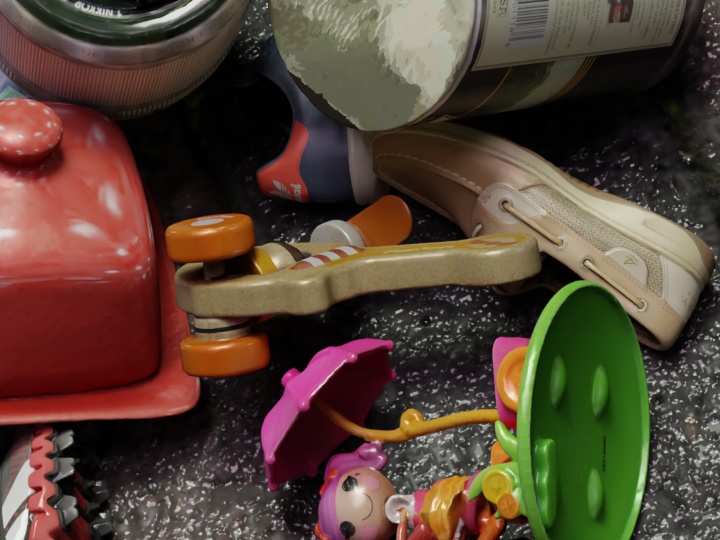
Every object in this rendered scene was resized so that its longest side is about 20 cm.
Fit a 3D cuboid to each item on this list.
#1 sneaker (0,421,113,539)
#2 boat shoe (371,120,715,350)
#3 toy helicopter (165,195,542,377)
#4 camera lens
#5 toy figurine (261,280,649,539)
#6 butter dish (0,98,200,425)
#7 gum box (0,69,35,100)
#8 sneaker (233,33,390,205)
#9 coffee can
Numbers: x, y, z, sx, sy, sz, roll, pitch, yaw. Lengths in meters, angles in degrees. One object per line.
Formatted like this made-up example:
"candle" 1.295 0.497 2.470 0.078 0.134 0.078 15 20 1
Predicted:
"sneaker" -0.183 0.157 1.500 0.098 0.071 0.201 -14 50 14
"boat shoe" 0.088 -0.021 1.539 0.199 0.071 0.065 24 73 15
"toy helicopter" 0.000 0.000 1.519 0.199 0.132 0.079 -4 100 16
"camera lens" -0.135 -0.173 1.564 0.159 0.200 0.161 1 81 -7
"toy figurine" 0.035 0.107 1.469 0.184 0.150 0.201 -1 83 29
"butter dish" -0.187 -0.027 1.532 0.199 0.148 0.200 -2 45 -17
"gum box" -0.281 -0.120 1.666 0.170 0.045 0.200 -31 86 -7
"sneaker" -0.032 -0.127 1.644 0.084 0.075 0.201 -6 57 5
"coffee can" 0.069 -0.156 1.538 0.200 0.147 0.146 -11 42 -46
